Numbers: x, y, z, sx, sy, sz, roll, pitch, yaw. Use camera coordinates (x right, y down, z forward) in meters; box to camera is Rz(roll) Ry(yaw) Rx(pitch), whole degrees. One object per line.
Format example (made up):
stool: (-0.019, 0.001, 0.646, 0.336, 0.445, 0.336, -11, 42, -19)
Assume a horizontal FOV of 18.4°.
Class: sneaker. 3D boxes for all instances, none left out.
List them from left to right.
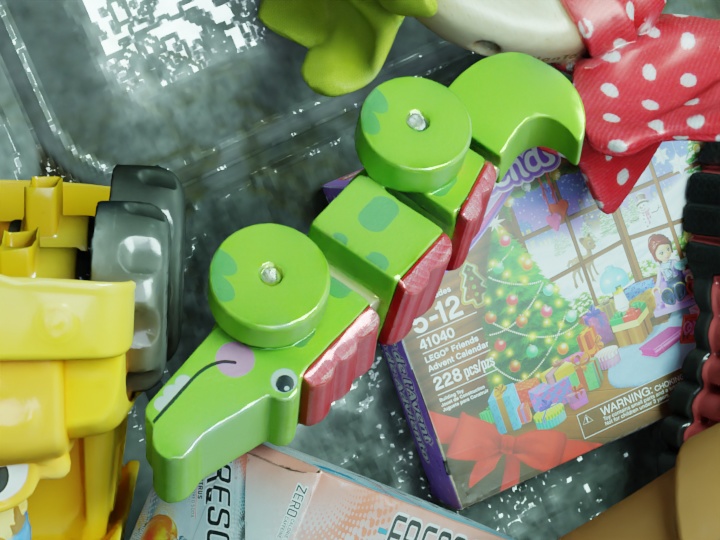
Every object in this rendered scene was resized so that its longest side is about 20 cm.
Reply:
sneaker: (0.176, 0.014, 0.875, 0.086, 0.074, 0.201, 5, 99, -29)

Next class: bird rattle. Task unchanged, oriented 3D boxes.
bird rattle: (0.064, -0.124, 0.820, 0.199, 0.113, 0.164, 15, 75, 1)

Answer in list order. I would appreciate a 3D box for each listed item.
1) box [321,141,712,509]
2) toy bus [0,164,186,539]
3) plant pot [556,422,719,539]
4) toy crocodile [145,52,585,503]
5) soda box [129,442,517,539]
box: (0.099, -0.006, 0.896, 0.199, 0.039, 0.137, -23, 100, -15)
toy bus: (-0.130, 0.063, 0.746, 0.135, 0.200, 0.193, 2, 99, -3)
plant pot: (0.120, 0.159, 0.767, 0.139, 0.200, 0.201, -22, 101, 18)
toy crocodile: (0.000, 0.000, 0.727, 0.062, 0.068, 0.200, 35, 60, 14)
soda box: (-0.001, 0.110, 0.802, 0.200, 0.063, 0.069, 28, 84, -56)
